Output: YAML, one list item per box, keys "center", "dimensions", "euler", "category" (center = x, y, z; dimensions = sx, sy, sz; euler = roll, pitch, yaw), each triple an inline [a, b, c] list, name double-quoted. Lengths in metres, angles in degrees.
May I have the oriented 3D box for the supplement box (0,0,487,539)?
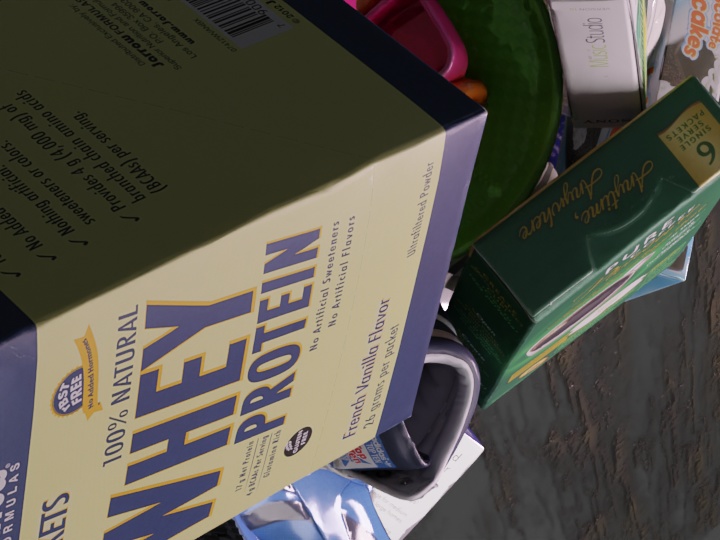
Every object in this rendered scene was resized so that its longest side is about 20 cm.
- center: [-0.107, -0.019, 0.852]
  dimensions: [0.199, 0.200, 0.135]
  euler: [-27, 143, -37]
  category: "supplement box"

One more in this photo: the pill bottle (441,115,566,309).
- center: [0.074, -0.019, 1.450]
  dimensions: [0.200, 0.120, 0.120]
  euler: [-30, 157, -39]
  category: "pill bottle"

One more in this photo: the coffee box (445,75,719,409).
- center: [0.096, -0.008, 1.169]
  dimensions: [0.123, 0.044, 0.200]
  euler: [-37, 172, -10]
  category: "coffee box"

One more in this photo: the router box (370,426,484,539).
- center: [-0.067, 0.096, 1.329]
  dimensions: [0.180, 0.049, 0.200]
  euler: [-48, 127, 7]
  category: "router box"

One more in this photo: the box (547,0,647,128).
- center: [0.099, -0.175, 1.092]
  dimensions: [0.144, 0.036, 0.201]
  euler: [63, 30, -72]
  category: "box"

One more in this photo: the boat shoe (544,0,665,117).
- center: [0.111, -0.153, 1.261]
  dimensions: [0.068, 0.072, 0.201]
  euler: [-38, 154, -49]
  category: "boat shoe"

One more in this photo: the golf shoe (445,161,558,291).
- center: [0.000, 0.000, 1.266]
  dimensions: [0.200, 0.097, 0.078]
  euler: [-44, 171, -22]
  category: "golf shoe"

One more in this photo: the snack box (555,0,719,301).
- center: [0.140, -0.084, 1.354]
  dimensions: [0.116, 0.037, 0.201]
  euler: [154, -49, -68]
  category: "snack box"

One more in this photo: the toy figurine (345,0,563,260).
- center: [-0.042, -0.062, 1.067]
  dimensions: [0.200, 0.151, 0.184]
  euler: [-36, 164, 22]
  category: "toy figurine"

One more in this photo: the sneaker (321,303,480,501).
- center: [-0.040, 0.075, 1.143]
  dimensions: [0.200, 0.109, 0.070]
  euler: [-36, 126, -5]
  category: "sneaker"

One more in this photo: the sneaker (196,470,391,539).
- center: [-0.045, 0.105, 1.285]
  dimensions: [0.066, 0.200, 0.079]
  euler: [-3, -131, 50]
  category: "sneaker"
